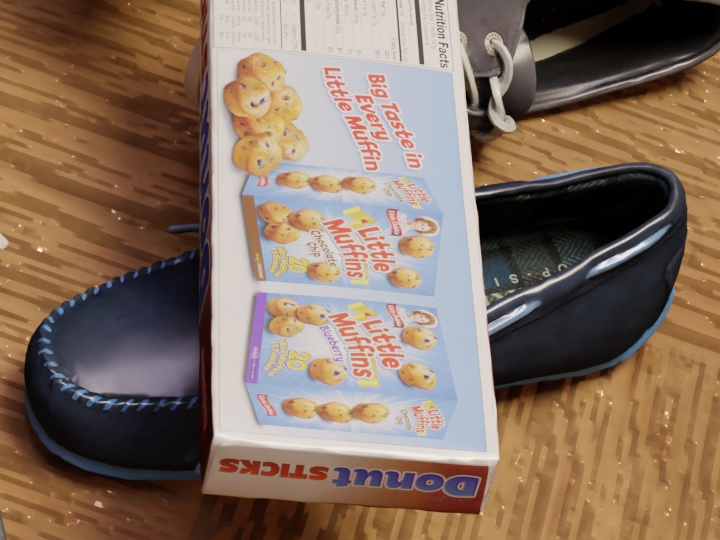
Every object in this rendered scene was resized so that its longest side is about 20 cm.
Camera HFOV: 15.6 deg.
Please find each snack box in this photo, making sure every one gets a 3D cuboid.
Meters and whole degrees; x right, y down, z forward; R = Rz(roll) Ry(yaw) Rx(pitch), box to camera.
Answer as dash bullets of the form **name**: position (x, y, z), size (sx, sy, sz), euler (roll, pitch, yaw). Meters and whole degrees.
- **snack box**: position (-0.007, -0.024, 0.699), size (0.072, 0.024, 0.200), euler (6, 48, -10)

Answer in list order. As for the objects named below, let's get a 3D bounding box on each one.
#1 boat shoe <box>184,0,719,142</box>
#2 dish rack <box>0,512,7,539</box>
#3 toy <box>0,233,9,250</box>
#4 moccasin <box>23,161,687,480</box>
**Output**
- **boat shoe**: position (0.038, -0.075, 0.820), size (0.200, 0.073, 0.063), euler (-19, 54, -36)
- **dish rack**: position (-0.179, 0.084, 0.596), size (0.199, 0.055, 0.154), euler (-1, 60, -30)
- **toy**: position (-0.202, -0.024, 0.659), size (0.199, 0.047, 0.115), euler (-12, 25, -21)
- **moccasin**: position (0.000, 0.000, 0.741), size (0.200, 0.068, 0.081), euler (-16, 58, -25)
